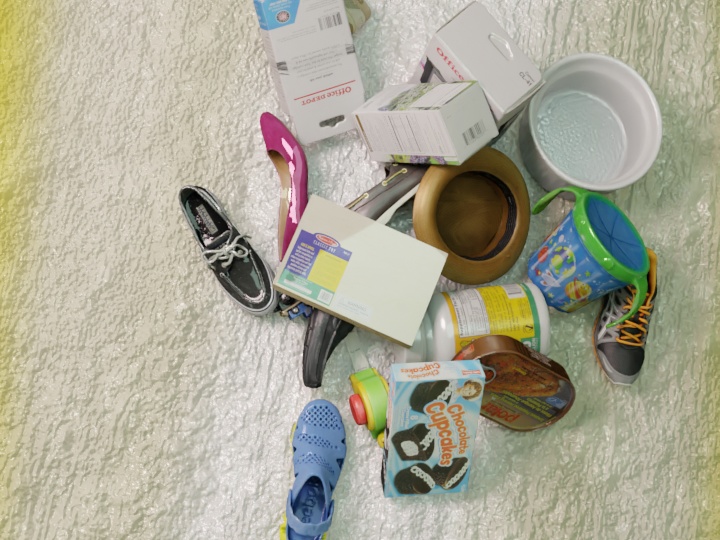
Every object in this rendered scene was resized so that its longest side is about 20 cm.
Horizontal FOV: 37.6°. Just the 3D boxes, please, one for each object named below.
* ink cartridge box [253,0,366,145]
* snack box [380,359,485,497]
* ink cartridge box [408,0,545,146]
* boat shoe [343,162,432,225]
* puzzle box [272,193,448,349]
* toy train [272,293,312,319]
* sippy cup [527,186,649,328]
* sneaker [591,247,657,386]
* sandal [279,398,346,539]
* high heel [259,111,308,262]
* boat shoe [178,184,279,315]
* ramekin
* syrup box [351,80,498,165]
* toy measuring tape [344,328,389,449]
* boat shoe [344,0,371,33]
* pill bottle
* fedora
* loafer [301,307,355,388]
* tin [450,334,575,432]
[{"bbox_3d":[-0.067,-0.290,1.470,0.114,0.067,0.204,-18,110,-13],"label":"ink cartridge box"},{"bbox_3d":[0.090,0.204,1.352,0.114,0.203,0.037,-3,35,-9],"label":"snack box"},{"bbox_3d":[0.150,-0.250,1.450,0.085,0.200,0.148,-40,85,-16],"label":"ink cartridge box"},{"bbox_3d":[0.051,-0.120,1.471,0.201,0.072,0.061,-43,90,-13],"label":"boat shoe"},{"bbox_3d":[0.000,0.000,1.364,0.197,0.025,0.135,24,75,2],"label":"puzzle box"},{"bbox_3d":[-0.031,0.014,1.449,0.198,0.034,0.046,-30,93,-14],"label":"toy train"},{"bbox_3d":[0.303,-0.014,1.444,0.138,0.130,0.180,25,40,-30],"label":"sippy cup"},{"bbox_3d":[0.375,0.059,1.478,0.077,0.077,0.204,8,78,-9],"label":"sneaker"},{"bbox_3d":[-0.057,0.265,1.360,0.078,0.087,0.204,6,74,-5],"label":"sandal"},{"bbox_3d":[-0.112,-0.114,1.451,0.095,0.067,0.203,-28,93,-18],"label":"high heel"},{"bbox_3d":[-0.178,-0.029,1.408,0.073,0.068,0.202,-30,81,3],"label":"boat shoe"},{"bbox_3d":[0.322,-0.198,1.518,0.196,0.098,0.205,2,76,-8],"label":"ramekin"},{"bbox_3d":[0.082,-0.197,1.413,0.078,0.199,0.082,-37,114,-25],"label":"syrup box"},{"bbox_3d":[0.009,0.139,1.406,0.072,0.074,0.204,-16,80,-12],"label":"toy measuring tape"},{"bbox_3d":[-0.067,-0.426,1.527,0.200,0.072,0.065,47,68,-1],"label":"boat shoe"},{"bbox_3d":[0.145,0.082,1.418,0.196,0.113,0.115,-6,78,-11],"label":"pill bottle"},{"bbox_3d":[0.142,-0.077,1.455,0.197,0.081,0.205,-4,97,-30],"label":"fedora"},{"bbox_3d":[-0.030,0.058,1.394,0.069,0.068,0.204,15,81,-4],"label":"loafer"},{"bbox_3d":[0.198,0.150,1.392,0.198,0.042,0.112,29,115,-34],"label":"tin"}]
